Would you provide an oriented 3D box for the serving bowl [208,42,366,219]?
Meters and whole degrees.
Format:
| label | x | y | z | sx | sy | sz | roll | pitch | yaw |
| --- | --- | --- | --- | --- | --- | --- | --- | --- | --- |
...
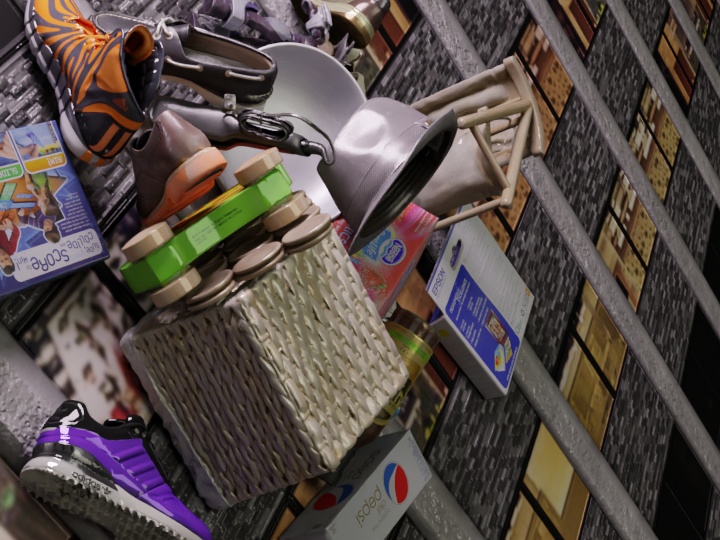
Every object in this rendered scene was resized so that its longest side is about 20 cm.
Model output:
| label | x | y | z | sx | sy | sz | roll | pitch | yaw |
| --- | --- | --- | --- | --- | --- | --- | --- | --- | --- |
| serving bowl | -0.084 | -0.145 | 1.281 | 0.198 | 0.066 | 0.203 | 0 | 91 | -27 |

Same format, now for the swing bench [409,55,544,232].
| label | x | y | z | sx | sy | sz | roll | pitch | yaw |
| --- | --- | --- | --- | --- | --- | --- | --- | --- | --- |
| swing bench | 0.111 | -0.146 | 1.465 | 0.131 | 0.198 | 0.200 | 59 | 38 | -16 |

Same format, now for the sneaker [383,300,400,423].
| label | x | y | z | sx | sy | sz | roll | pitch | yaw |
| --- | --- | --- | --- | --- | --- | --- | --- | --- | --- |
| sneaker | 0.026 | 0.088 | 1.351 | 0.072 | 0.072 | 0.202 | 33 | 49 | -39 |

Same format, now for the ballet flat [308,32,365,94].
| label | x | y | z | sx | sy | sz | roll | pitch | yaw |
| --- | --- | --- | --- | --- | --- | --- | --- | --- | --- |
| ballet flat | -0.021 | -0.247 | 1.452 | 0.067 | 0.062 | 0.202 | 17 | 61 | -49 |

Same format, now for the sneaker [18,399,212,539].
| label | x | y | z | sx | sy | sz | roll | pitch | yaw |
| --- | --- | --- | --- | --- | --- | --- | --- | --- | --- |
| sneaker | -0.196 | 0.178 | 1.015 | 0.200 | 0.069 | 0.100 | 42 | 42 | -35 |

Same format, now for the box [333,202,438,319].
| label | x | y | z | sx | sy | sz | roll | pitch | yaw |
| --- | --- | --- | --- | --- | --- | --- | --- | --- | --- |
| box | 0.000 | 0.000 | 1.305 | 0.102 | 0.095 | 0.200 | 30 | 41 | 5 |

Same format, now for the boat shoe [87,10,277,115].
| label | x | y | z | sx | sy | sz | roll | pitch | yaw |
| --- | --- | --- | --- | --- | --- | --- | --- | --- | --- |
| boat shoe | -0.179 | -0.220 | 1.166 | 0.198 | 0.061 | 0.074 | 24 | 44 | -9 |

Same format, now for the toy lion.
| label | x | y | z | sx | sy | sz | roll | pitch | yaw |
| --- | --- | --- | --- | --- | --- | --- | --- | --- | --- |
| toy lion | -0.145 | -0.043 | 1.111 | 0.199 | 0.191 | 0.069 | -36 | 101 | -21 |

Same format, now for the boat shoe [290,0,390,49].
| label | x | y | z | sx | sy | sz | roll | pitch | yaw |
| --- | --- | --- | --- | --- | --- | --- | --- | --- | --- |
| boat shoe | -0.023 | -0.310 | 1.382 | 0.065 | 0.200 | 0.073 | -40 | 125 | -8 |

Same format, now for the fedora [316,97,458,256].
| label | x | y | z | sx | sy | sz | roll | pitch | yaw |
| --- | --- | --- | --- | --- | --- | --- | --- | --- | --- |
| fedora | 0.017 | -0.114 | 1.218 | 0.090 | 0.178 | 0.200 | 39 | 43 | 8 |

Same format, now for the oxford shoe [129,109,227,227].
| label | x | y | z | sx | sy | sz | roll | pitch | yaw |
| --- | --- | --- | --- | --- | --- | --- | --- | --- | --- |
| oxford shoe | -0.177 | -0.094 | 1.074 | 0.071 | 0.200 | 0.073 | -36 | 93 | -26 |

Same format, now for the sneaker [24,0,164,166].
| label | x | y | z | sx | sy | sz | roll | pitch | yaw |
| --- | --- | --- | --- | --- | --- | --- | --- | --- | --- |
| sneaker | -0.237 | -0.204 | 1.075 | 0.077 | 0.112 | 0.202 | 5 | 54 | -53 |

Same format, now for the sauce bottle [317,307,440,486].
| label | x | y | z | sx | sy | sz | roll | pitch | yaw |
| --- | --- | --- | --- | --- | --- | --- | --- | --- | --- |
| sauce bottle | 0.011 | 0.138 | 1.253 | 0.065 | 0.064 | 0.201 | 41 | 75 | -34 |

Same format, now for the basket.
| label | x | y | z | sx | sy | sz | roll | pitch | yaw |
| --- | --- | --- | --- | --- | --- | --- | --- | --- | --- |
| basket | -0.085 | 0.089 | 1.129 | 0.202 | 0.160 | 0.198 | 63 | 35 | -13 |

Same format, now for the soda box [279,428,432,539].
| label | x | y | z | sx | sy | sz | roll | pitch | yaw |
| --- | --- | --- | --- | --- | --- | --- | --- | --- | --- |
| soda box | -0.001 | 0.250 | 1.242 | 0.200 | 0.068 | 0.064 | -40 | 107 | -53 |

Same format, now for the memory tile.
| label | x | y | z | sx | sy | sz | roll | pitch | yaw |
| --- | --- | --- | --- | --- | --- | --- | --- | --- | --- |
| memory tile | -0.104 | -0.022 | 1.100 | 0.017 | 0.152 | 0.200 | 61 | -4 | -16 |

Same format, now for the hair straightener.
| label | x | y | z | sx | sy | sz | roll | pitch | yaw |
| --- | --- | --- | --- | --- | --- | --- | --- | --- | --- |
| hair straightener | -0.119 | -0.139 | 1.156 | 0.077 | 0.198 | 0.041 | 72 | 36 | -70 |

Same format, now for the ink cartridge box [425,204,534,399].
| label | x | y | z | sx | sy | sz | roll | pitch | yaw |
| --- | --- | --- | --- | --- | --- | --- | --- | --- | --- |
| ink cartridge box | 0.153 | 0.035 | 1.572 | 0.200 | 0.047 | 0.199 | 50 | 41 | -24 |

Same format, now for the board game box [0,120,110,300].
| label | x | y | z | sx | sy | sz | roll | pitch | yaw |
| --- | --- | --- | --- | --- | --- | --- | --- | --- | --- |
| board game box | -0.315 | -0.043 | 0.986 | 0.199 | 0.034 | 0.137 | -25 | 95 | -54 |

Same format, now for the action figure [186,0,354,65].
| label | x | y | z | sx | sy | sz | roll | pitch | yaw |
| --- | --- | --- | --- | --- | --- | --- | --- | --- | --- |
| action figure | -0.093 | -0.258 | 1.312 | 0.198 | 0.130 | 0.070 | 17 | 45 | -33 |
